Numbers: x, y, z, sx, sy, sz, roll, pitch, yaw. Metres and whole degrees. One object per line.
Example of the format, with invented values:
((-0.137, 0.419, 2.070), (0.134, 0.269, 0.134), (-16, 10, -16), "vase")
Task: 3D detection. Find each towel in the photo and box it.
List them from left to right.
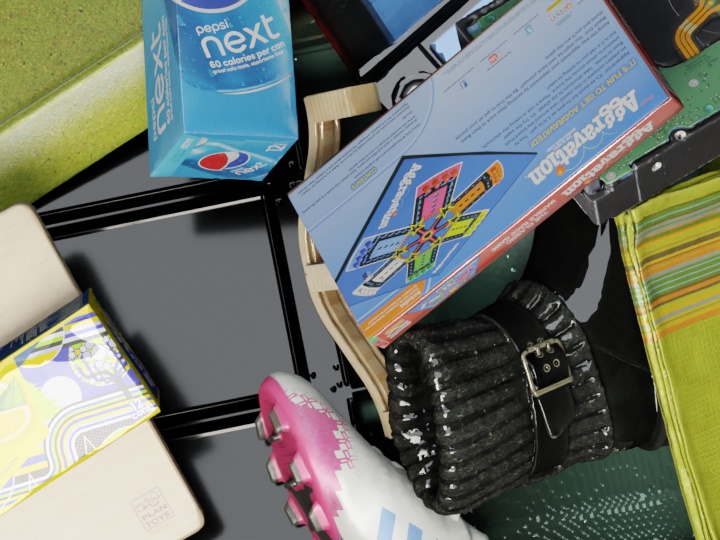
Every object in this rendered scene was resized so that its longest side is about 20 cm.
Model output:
((0.193, 0.049, 1.330), (0.086, 0.018, 0.200), (-21, 102, -26), "towel")

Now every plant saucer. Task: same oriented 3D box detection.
((-0.189, -0.154, 1.394), (0.200, 0.048, 0.200), (-32, 82, 9), "plant saucer")

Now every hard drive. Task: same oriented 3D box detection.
((0.169, -0.125, 1.319), (0.200, 0.038, 0.140), (-31, 57, -9), "hard drive")

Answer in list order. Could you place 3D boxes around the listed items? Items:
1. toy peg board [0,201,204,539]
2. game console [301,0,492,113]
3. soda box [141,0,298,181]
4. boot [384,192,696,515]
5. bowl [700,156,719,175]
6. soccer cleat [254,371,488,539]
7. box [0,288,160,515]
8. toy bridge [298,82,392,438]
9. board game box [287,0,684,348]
((-0.218, 0.092, 1.369), (0.200, 0.098, 0.199), (-29, 97, -1), "toy peg board")
((0.087, -0.157, 1.363), (0.200, 0.119, 0.172), (-41, 82, -3), "game console")
((-0.078, -0.152, 1.328), (0.064, 0.068, 0.200), (1, 72, -20), "soda box")
((0.084, 0.014, 1.331), (0.158, 0.079, 0.211), (-11, 87, -17), "boot")
((0.286, -0.059, 1.346), (0.200, 0.108, 0.200), (0, 82, 2), "bowl")
((0.016, 0.136, 1.359), (0.086, 0.070, 0.200), (-25, 84, -17), "soccer cleat")
((-0.203, 0.094, 1.289), (0.200, 0.064, 0.070), (-33, 97, 0), "box")
((0.000, 0.000, 1.372), (0.067, 0.027, 0.200), (-7, 99, 45), "toy bridge")
((0.061, -0.060, 1.285), (0.200, 0.019, 0.103), (-39, 58, 17), "board game box")
